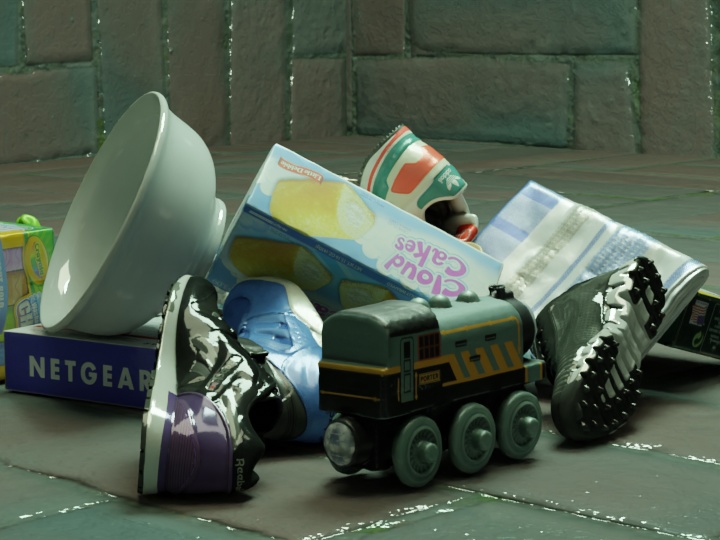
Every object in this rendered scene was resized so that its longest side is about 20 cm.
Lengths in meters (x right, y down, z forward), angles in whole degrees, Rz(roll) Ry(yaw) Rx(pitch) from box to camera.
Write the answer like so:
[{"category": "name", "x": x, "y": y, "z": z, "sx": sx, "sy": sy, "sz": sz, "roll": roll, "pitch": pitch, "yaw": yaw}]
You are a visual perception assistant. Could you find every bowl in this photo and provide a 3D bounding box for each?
[{"category": "bowl", "x": -0.165, "y": -0.028, "z": 1.622, "sx": 0.090, "sy": 0.203, "sz": 0.201, "roll": 26, "pitch": -1, "yaw": -19}]

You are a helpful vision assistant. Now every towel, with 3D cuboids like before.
[{"category": "towel", "x": 0.160, "y": 0.012, "z": 1.651, "sx": 0.147, "sy": 0.024, "sz": 0.199, "roll": -46, "pitch": 48, "yaw": -15}]

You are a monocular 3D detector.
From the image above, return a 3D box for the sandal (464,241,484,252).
[{"category": "sandal", "x": 0.002, "y": -0.004, "z": 1.695, "sx": 0.210, "sy": 0.070, "sz": 0.078, "roll": -12, "pitch": 39, "yaw": 32}]

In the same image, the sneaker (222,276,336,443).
[{"category": "sneaker", "x": -0.084, "y": 0.062, "z": 1.500, "sx": 0.110, "sy": 0.077, "sz": 0.200, "roll": -1, "pitch": 28, "yaw": -28}]

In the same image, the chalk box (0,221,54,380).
[{"category": "chalk box", "x": -0.330, "y": 0.023, "z": 1.732, "sx": 0.123, "sy": 0.125, "sz": 0.199, "roll": 5, "pitch": 10, "yaw": 35}]

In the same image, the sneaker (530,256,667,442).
[{"category": "sneaker", "x": 0.160, "y": 0.064, "z": 1.527, "sx": 0.090, "sy": 0.067, "sz": 0.200, "roll": -14, "pitch": 26, "yaw": 30}]

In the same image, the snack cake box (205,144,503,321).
[{"category": "snack cake box", "x": -0.005, "y": 0.001, "z": 1.596, "sx": 0.199, "sy": 0.068, "sz": 0.115, "roll": 27, "pitch": -38, "yaw": -5}]

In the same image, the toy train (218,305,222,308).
[{"category": "toy train", "x": -0.078, "y": 0.041, "z": 1.865, "sx": 0.199, "sy": 0.056, "sz": 0.150, "roll": 3, "pitch": 11, "yaw": 41}]

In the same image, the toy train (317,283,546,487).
[{"category": "toy train", "x": 0.050, "y": 0.073, "z": 1.376, "sx": 0.085, "sy": 0.115, "sz": 0.199, "roll": 7, "pitch": 11, "yaw": 42}]

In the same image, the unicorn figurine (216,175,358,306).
[{"category": "unicorn figurine", "x": -0.096, "y": -0.011, "z": 1.718, "sx": 0.198, "sy": 0.075, "sz": 0.137, "roll": -18, "pitch": -2, "yaw": -20}]

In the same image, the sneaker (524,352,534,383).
[{"category": "sneaker", "x": 0.056, "y": 0.064, "z": 1.545, "sx": 0.073, "sy": 0.083, "sz": 0.199, "roll": -6, "pitch": 6, "yaw": -43}]

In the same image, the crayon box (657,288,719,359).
[{"category": "crayon box", "x": 0.222, "y": 0.020, "z": 1.745, "sx": 0.199, "sy": 0.051, "sz": 0.126, "roll": 23, "pitch": 6, "yaw": 42}]

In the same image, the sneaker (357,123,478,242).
[{"category": "sneaker", "x": 0.048, "y": -0.029, "z": 1.736, "sx": 0.093, "sy": 0.201, "sz": 0.070, "roll": 34, "pitch": 60, "yaw": 21}]

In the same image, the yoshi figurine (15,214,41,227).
[{"category": "yoshi figurine", "x": -0.311, "y": 0.009, "z": 1.922, "sx": 0.112, "sy": 0.113, "sz": 0.199, "roll": -17, "pitch": 14, "yaw": -42}]

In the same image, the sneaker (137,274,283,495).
[{"category": "sneaker", "x": -0.094, "y": 0.080, "z": 1.379, "sx": 0.087, "sy": 0.076, "sz": 0.201, "roll": 5, "pitch": 36, "yaw": -2}]

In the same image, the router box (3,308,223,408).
[{"category": "router box", "x": -0.154, "y": 0.067, "z": 1.677, "sx": 0.198, "sy": 0.049, "sz": 0.179, "roll": 5, "pitch": 10, "yaw": 35}]
